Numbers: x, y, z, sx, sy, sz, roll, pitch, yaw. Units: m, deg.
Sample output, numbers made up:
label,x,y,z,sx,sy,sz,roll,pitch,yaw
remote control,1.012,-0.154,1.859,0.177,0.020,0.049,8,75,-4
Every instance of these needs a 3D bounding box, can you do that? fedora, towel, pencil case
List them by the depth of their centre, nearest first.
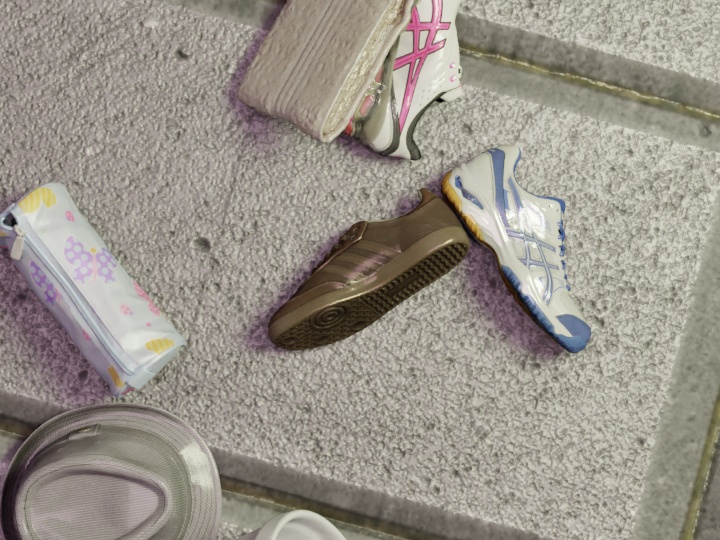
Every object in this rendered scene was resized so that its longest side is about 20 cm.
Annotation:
label,x,y,z,sx,sy,sz,roll,pitch,yaw
fedora,-0.224,0.206,1.543,0.200,0.090,0.177,-2,87,-1
pencil case,-0.243,0.016,1.554,0.083,0.091,0.200,-39,89,-3
towel,-0.023,-0.219,1.565,0.132,0.034,0.200,29,88,45

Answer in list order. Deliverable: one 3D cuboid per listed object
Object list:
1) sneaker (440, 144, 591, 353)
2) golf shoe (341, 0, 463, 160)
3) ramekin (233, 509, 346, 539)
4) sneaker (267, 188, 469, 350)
label,x,y,z,sx,sy,sz,roll,pitch,yaw
sneaker,0.159,-0.023,1.572,0.088,0.075,0.200,-34,89,-3
golf shoe,0.059,-0.196,1.585,0.092,0.073,0.200,28,96,-4
ramekin,-0.069,0.313,1.490,0.105,0.200,0.201,-20,87,23
sneaker,0.000,0.000,1.581,0.200,0.070,0.076,-28,58,3
